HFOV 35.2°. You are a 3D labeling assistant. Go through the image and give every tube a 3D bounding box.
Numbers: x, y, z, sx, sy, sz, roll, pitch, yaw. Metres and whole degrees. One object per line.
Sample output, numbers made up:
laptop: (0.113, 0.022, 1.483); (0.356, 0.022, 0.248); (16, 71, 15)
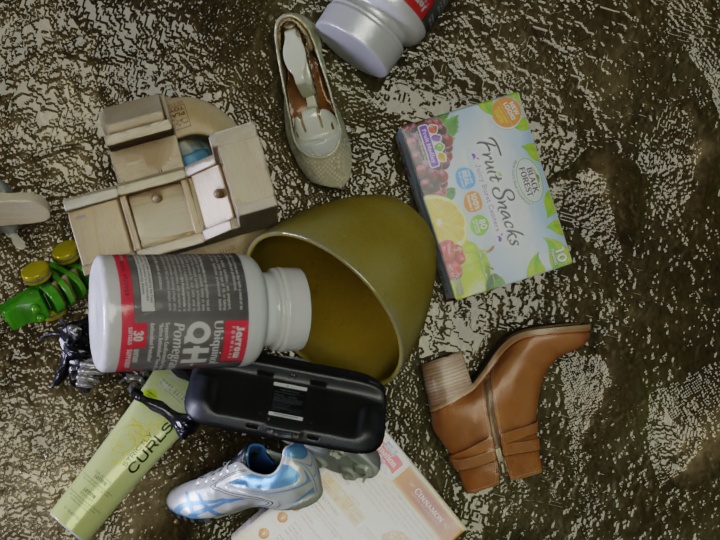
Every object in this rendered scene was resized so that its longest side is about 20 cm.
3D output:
tube: (-0.245, 0.191, 1.204); (0.200, 0.052, 0.058); (-51, 121, -14)

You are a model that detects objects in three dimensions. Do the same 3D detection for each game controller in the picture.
game controller: (-0.072, 0.128, 1.126); (0.199, 0.042, 0.105); (11, 43, -3)

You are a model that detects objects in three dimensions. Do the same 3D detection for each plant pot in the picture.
plant pot: (0.000, 0.000, 1.190); (0.200, 0.200, 0.142); (45, 57, -2)

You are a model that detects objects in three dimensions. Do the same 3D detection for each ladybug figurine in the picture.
ladybug figurine: (-0.172, -0.091, 1.218); (0.135, 0.072, 0.201); (-18, 89, -7)

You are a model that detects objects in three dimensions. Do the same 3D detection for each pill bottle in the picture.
pill bottle: (-0.153, 0.039, 1.084); (0.199, 0.111, 0.111); (-1, 86, -20)
pill bottle: (0.046, -0.318, 1.239); (0.114, 0.114, 0.200); (35, 83, -4)

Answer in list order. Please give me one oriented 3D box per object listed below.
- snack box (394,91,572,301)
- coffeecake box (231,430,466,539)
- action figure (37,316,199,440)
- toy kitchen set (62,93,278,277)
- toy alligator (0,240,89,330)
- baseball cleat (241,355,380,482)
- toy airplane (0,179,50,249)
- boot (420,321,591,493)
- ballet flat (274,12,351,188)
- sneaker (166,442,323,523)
snack box: (0.136, -0.081, 1.266); (0.142, 0.053, 0.201); (-18, 89, -9)
coffeecake box: (-0.014, 0.279, 1.213); (0.200, 0.073, 0.154); (-40, 90, -8)
action figure: (-0.246, 0.089, 1.176); (0.199, 0.102, 0.119); (27, 64, 7)
toy kitchen set: (-0.196, -0.103, 1.090); (0.199, 0.180, 0.164); (-16, 88, -6)
toy alligator: (-0.326, 0.029, 1.172); (0.200, 0.054, 0.059); (-40, 133, -30)
baseball cleat: (-0.054, 0.144, 1.184); (0.199, 0.070, 0.107); (21, 51, 20)
toy airplane: (-0.446, -0.052, 1.148); (0.200, 0.141, 0.199); (36, 110, -24)
boot: (0.176, 0.147, 1.242); (0.199, 0.077, 0.156); (-19, 87, -5)
ballet flat: (-0.060, -0.185, 1.242); (0.067, 0.062, 0.201); (-17, 88, 7)
sneaker: (-0.123, 0.215, 1.168); (0.199, 0.072, 0.073); (-16, 91, 34)
